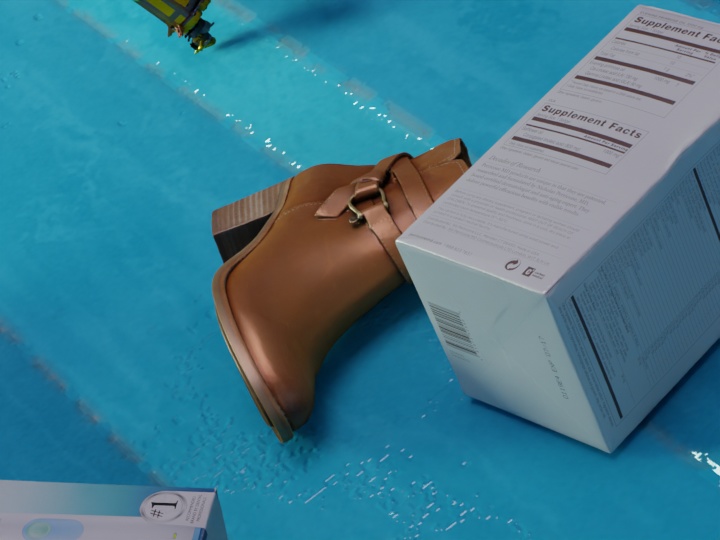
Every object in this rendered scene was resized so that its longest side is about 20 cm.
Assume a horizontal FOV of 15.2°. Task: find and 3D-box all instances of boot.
[{"bbox_3d":[0.000,0.000,1.464,0.154,0.074,0.200,-17,39,6],"label":"boot"}]

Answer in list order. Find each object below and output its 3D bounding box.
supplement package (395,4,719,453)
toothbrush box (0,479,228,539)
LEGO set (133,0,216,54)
[{"bbox_3d":[0.135,-0.025,1.372,0.109,0.114,0.200,21,55,45],"label":"supplement package"},{"bbox_3d":[-0.171,0.180,1.298,0.199,0.086,0.147,1,42,14],"label":"toothbrush box"},{"bbox_3d":[-0.057,-0.223,1.775,0.154,0.116,0.200,-44,23,28],"label":"LEGO set"}]
